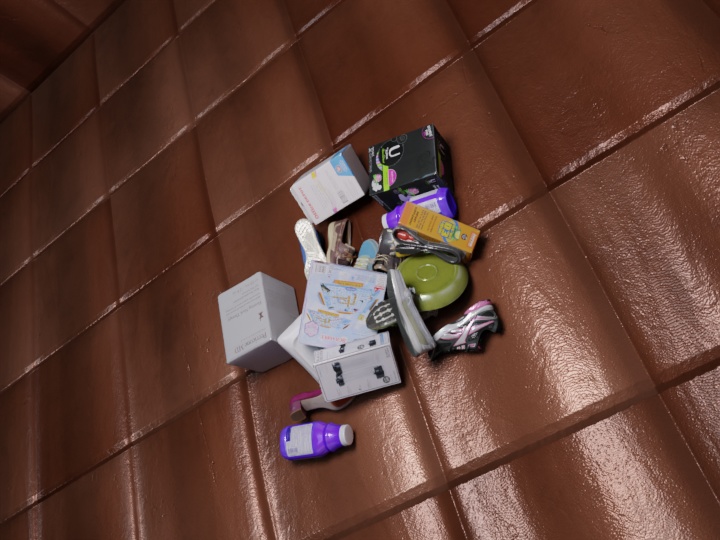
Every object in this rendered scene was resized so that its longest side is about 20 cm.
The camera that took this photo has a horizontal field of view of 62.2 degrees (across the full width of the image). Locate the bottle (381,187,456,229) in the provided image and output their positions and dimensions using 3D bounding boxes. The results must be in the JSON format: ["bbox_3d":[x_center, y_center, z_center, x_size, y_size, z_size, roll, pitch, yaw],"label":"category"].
[{"bbox_3d":[0.148,-0.148,1.543,0.195,0.085,0.066,-16,29,31],"label":"bottle"}]

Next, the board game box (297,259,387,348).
[{"bbox_3d":[-0.045,0.092,1.470,0.193,0.041,0.207,11,95,-10],"label":"board game box"}]

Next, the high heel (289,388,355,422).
[{"bbox_3d":[-0.098,0.323,1.556,0.194,0.069,0.097,-19,21,4],"label":"high heel"}]

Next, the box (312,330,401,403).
[{"bbox_3d":[-0.009,0.234,1.447,0.194,0.120,0.061,-17,24,5],"label":"box"}]

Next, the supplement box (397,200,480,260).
[{"bbox_3d":[0.191,-0.097,1.459,0.195,0.069,0.068,23,76,7],"label":"supplement box"}]

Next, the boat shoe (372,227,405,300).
[{"bbox_3d":[0.070,-0.011,1.532,0.072,0.073,0.208,-5,81,31],"label":"boat shoe"}]

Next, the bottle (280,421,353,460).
[{"bbox_3d":[-0.111,0.426,1.506,0.195,0.065,0.086,-17,65,27],"label":"bottle"}]

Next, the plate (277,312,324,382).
[{"bbox_3d":[-0.084,0.184,1.527,0.199,0.032,0.200,-44,100,11],"label":"plate"}]

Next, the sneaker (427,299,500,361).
[{"bbox_3d":[0.239,0.157,1.383,0.199,0.080,0.088,-41,67,21],"label":"sneaker"}]

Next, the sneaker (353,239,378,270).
[{"bbox_3d":[0.000,0.000,1.557,0.077,0.130,0.207,-7,69,31],"label":"sneaker"}]

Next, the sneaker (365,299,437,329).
[{"bbox_3d":[0.109,0.114,1.450,0.194,0.090,0.078,-19,39,1],"label":"sneaker"}]

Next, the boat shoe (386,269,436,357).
[{"bbox_3d":[0.113,0.092,1.366,0.063,0.074,0.208,-20,87,-12],"label":"boat shoe"}]

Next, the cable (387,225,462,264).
[{"bbox_3d":[0.151,-0.068,1.446,0.193,0.100,0.051,4,37,21],"label":"cable"}]

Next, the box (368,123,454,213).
[{"bbox_3d":[0.132,-0.264,1.570,0.194,0.124,0.154,-13,65,27],"label":"box"}]

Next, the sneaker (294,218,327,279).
[{"bbox_3d":[-0.129,-0.040,1.686,0.075,0.111,0.206,-20,85,5],"label":"sneaker"}]

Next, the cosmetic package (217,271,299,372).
[{"bbox_3d":[-0.273,0.147,1.659,0.164,0.165,0.205,-27,61,21],"label":"cosmetic package"}]

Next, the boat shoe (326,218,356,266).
[{"bbox_3d":[-0.047,-0.050,1.644,0.070,0.072,0.206,-17,59,27],"label":"boat shoe"}]

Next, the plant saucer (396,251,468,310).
[{"bbox_3d":[0.163,0.013,1.447,0.193,0.032,0.203,-10,40,8],"label":"plant saucer"}]

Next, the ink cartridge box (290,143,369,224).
[{"bbox_3d":[-0.088,-0.236,1.671,0.196,0.131,0.126,-27,16,21],"label":"ink cartridge box"}]
